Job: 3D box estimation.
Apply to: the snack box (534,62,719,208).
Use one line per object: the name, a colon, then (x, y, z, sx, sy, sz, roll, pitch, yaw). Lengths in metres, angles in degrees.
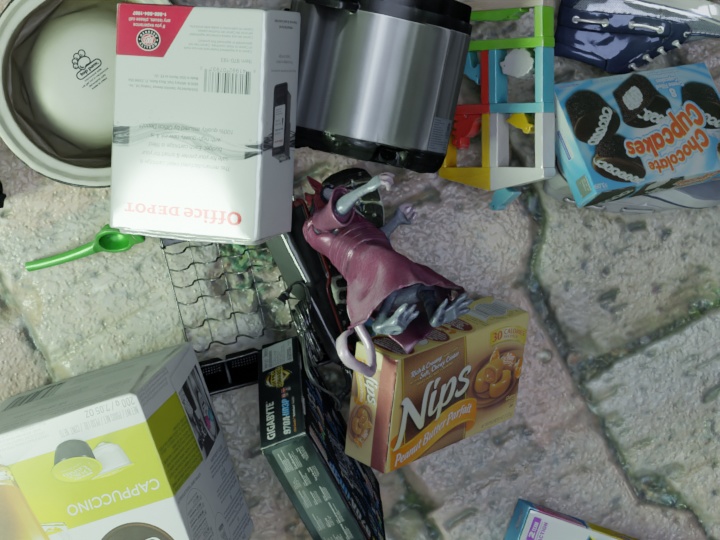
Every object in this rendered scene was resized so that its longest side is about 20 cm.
snack box: (0.274, -0.133, 1.596, 0.199, 0.037, 0.117, -12, 73, -31)

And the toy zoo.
toy zoo: (0.129, -0.158, 1.580, 0.020, 0.131, 0.201, -6, 97, -47)

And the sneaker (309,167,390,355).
sneaker: (0.000, 0.000, 1.595, 0.078, 0.089, 0.201, -9, 79, 10)

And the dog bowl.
dog bowl: (-0.248, -0.177, 1.529, 0.199, 0.074, 0.201, -1, 95, -10)

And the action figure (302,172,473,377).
action figure: (0.003, -0.008, 1.486, 0.149, 0.134, 0.200, -47, 57, 0)

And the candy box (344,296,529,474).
candy box: (0.074, 0.104, 1.556, 0.200, 0.055, 0.116, -16, 119, -45)

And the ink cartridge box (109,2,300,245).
ink cartridge box: (-0.136, -0.130, 1.447, 0.145, 0.083, 0.201, 6, 99, 18)

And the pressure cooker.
pressure cooker: (0.015, -0.200, 1.525, 0.178, 0.176, 0.201, 10, 97, -13)

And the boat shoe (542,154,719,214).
boat shoe: (0.273, -0.090, 1.641, 0.199, 0.065, 0.074, 9, 55, -22)

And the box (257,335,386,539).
box: (-0.033, 0.183, 1.527, 0.046, 0.159, 0.200, -22, 120, 8)

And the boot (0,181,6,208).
boot: (-0.410, -0.148, 1.505, 0.197, 0.073, 0.163, 11, 89, -11)

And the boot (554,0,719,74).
boot: (0.288, -0.234, 1.635, 0.199, 0.073, 0.091, 13, 101, -4)

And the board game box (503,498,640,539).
board game box: (0.229, 0.336, 1.679, 0.199, 0.040, 0.154, 21, 91, -12)

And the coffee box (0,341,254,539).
coffee box: (-0.232, 0.203, 1.477, 0.199, 0.200, 0.199, -17, 98, 9)

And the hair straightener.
hair straightener: (-0.056, 0.035, 1.520, 0.077, 0.041, 0.201, -15, 87, -42)

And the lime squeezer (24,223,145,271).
lime squeezer: (-0.226, -0.051, 1.549, 0.200, 0.038, 0.071, -43, 71, -4)

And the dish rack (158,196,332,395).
dish rack: (-0.113, 0.006, 1.580, 0.153, 0.055, 0.201, -15, 97, -10)
